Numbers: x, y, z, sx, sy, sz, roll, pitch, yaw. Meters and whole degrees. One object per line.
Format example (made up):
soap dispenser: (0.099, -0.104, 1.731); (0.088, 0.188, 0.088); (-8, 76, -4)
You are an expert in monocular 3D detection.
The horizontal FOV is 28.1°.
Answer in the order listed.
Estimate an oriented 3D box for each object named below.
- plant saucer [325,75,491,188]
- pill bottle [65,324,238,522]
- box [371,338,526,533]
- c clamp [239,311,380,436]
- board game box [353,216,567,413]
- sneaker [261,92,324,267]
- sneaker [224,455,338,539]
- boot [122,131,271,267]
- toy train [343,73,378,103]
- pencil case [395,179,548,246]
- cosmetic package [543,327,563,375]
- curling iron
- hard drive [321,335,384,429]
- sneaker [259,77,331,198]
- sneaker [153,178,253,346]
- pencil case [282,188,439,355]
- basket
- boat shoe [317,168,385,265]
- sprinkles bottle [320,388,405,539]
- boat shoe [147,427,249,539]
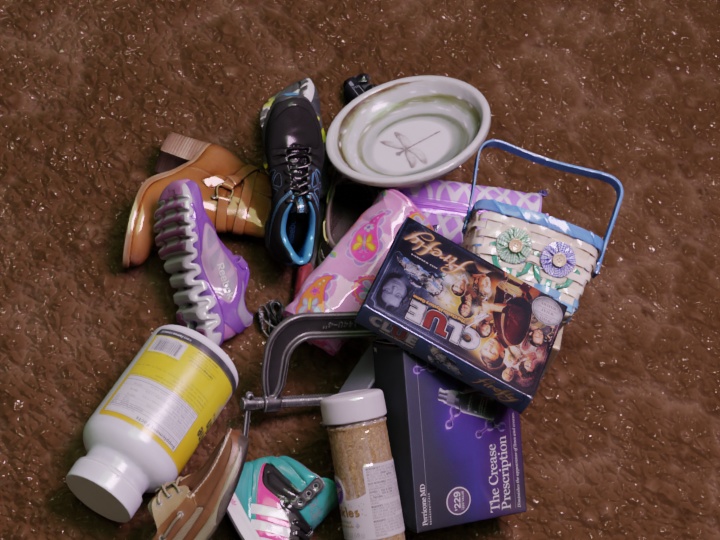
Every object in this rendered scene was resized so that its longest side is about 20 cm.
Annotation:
plant saucer: (0.060, -0.153, 1.711); (0.199, 0.050, 0.201); (-10, 43, 9)
pill bottle: (-0.224, 0.163, 1.532); (0.112, 0.112, 0.200); (29, 59, 6)
box: (0.096, 0.168, 1.553); (0.141, 0.079, 0.201); (-6, 93, -24)
c clamp: (-0.044, 0.122, 1.604); (0.199, 0.172, 0.027); (-6, 22, -26)
board game box: (0.108, 0.045, 1.512); (0.199, 0.035, 0.136); (29, 52, -3)
sneaker: (-0.070, -0.102, 1.653); (0.073, 0.082, 0.201); (-5, 104, -16)
sneaker: (-0.065, 0.276, 1.520); (0.120, 0.084, 0.200); (-26, 67, -14)
boot: (-0.188, -0.063, 1.707); (0.155, 0.077, 0.200); (23, 50, -3)
toy train: (0.030, -0.184, 1.806); (0.046, 0.034, 0.200); (-19, 47, -19)
pencil case: (0.127, -0.067, 1.758); (0.199, 0.085, 0.084); (6, 93, -5)
cosmetic package: (0.140, 0.042, 1.705); (0.199, 0.071, 0.106); (15, 57, -3)
curling iron: (-0.076, -0.004, 1.712); (0.049, 0.026, 0.201); (22, 58, -3)
hard drive: (0.061, 0.130, 1.601); (0.135, 0.042, 0.200); (44, 71, -19)
sneaker: (-0.076, -0.158, 1.787); (0.074, 0.085, 0.200); (-24, 37, 24)
sneaker: (-0.173, -0.008, 1.639); (0.088, 0.080, 0.201); (-16, 98, -33)
pencil case: (0.000, 0.000, 1.651); (0.087, 0.087, 0.200); (36, 77, 10)
basket: (0.200, -0.039, 1.640); (0.176, 0.139, 0.201); (15, 66, -1)
boat shoe: (-0.007, -0.087, 1.757); (0.072, 0.060, 0.201); (16, 58, 0)
sprinkles bottle: (0.007, 0.227, 1.507); (0.068, 0.068, 0.201); (-10, 89, -17)
boat shoe: (-0.181, 0.249, 1.462); (0.074, 0.076, 0.201); (27, 94, -2)
